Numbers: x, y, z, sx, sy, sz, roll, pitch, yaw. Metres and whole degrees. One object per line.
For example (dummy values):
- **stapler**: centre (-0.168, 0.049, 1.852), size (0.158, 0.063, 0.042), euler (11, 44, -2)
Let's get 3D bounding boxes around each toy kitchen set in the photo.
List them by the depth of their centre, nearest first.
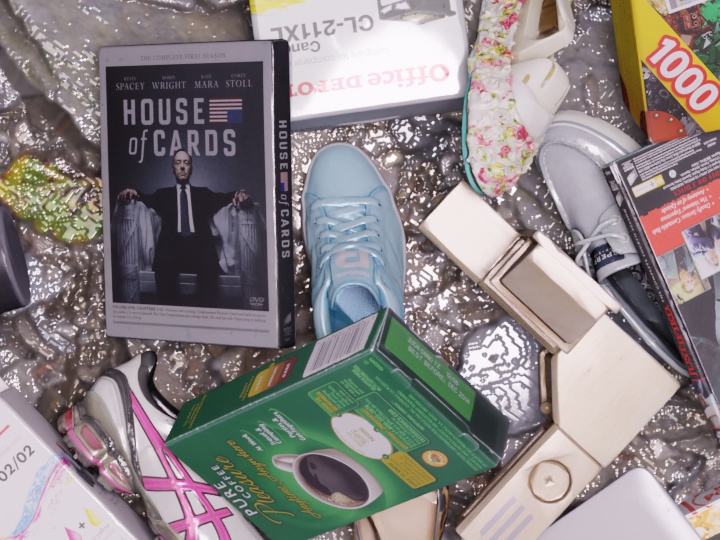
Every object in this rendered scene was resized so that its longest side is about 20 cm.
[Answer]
- **toy kitchen set**: centre (0.084, 0.069, 1.187), size (0.200, 0.163, 0.181), euler (43, 90, -1)

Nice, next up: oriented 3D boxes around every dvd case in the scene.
- **dvd case**: centre (0.254, -0.003, 1.169), size (0.145, 0.022, 0.201), euler (-25, 92, -22)
- **dvd case**: centre (-0.111, -0.052, 1.208), size (0.150, 0.025, 0.201), euler (2, 97, 33)

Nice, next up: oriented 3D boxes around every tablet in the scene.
- **tablet**: centre (0.204, 0.245, 1.231), size (0.130, 0.014, 0.200), euler (-39, 84, 26)

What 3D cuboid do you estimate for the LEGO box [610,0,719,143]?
- **LEGO box**: centre (0.232, -0.197, 1.124), size (0.148, 0.077, 0.201), euler (-12, 117, 0)

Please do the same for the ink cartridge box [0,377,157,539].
- **ink cartridge box**: centre (-0.243, 0.162, 1.230), size (0.115, 0.068, 0.200), euler (-44, 91, 0)

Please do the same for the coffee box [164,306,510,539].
- **coffee box**: centre (-0.018, 0.104, 1.156), size (0.200, 0.044, 0.123), euler (-28, 119, 39)

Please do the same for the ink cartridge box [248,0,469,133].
- **ink cartridge box**: centre (-0.006, -0.202, 1.222), size (0.145, 0.083, 0.201), euler (-8, 91, -1)

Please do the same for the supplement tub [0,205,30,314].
- **supplement tub**: centre (-0.327, 0.013, 1.209), size (0.199, 0.107, 0.108), euler (-14, 91, 0)

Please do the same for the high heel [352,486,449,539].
- **high heel**: centre (0.026, 0.170, 1.197), size (0.071, 0.143, 0.201), euler (6, 91, -1)

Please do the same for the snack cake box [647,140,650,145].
- **snack cake box**: centre (0.299, -0.098, 1.236), size (0.199, 0.067, 0.116), euler (-4, 93, 0)

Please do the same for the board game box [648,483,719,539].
- **board game box**: centre (0.305, 0.235, 1.249), size (0.151, 0.046, 0.201), euler (-25, 91, 0)

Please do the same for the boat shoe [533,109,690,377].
- **boat shoe**: centre (0.179, -0.016, 1.185), size (0.201, 0.071, 0.070), euler (51, 130, -2)

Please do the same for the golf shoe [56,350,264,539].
- **golf shoe**: centre (-0.111, 0.146, 1.230), size (0.092, 0.073, 0.200), euler (-44, 91, -1)

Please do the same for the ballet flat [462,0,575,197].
- **ballet flat**: centre (0.108, -0.139, 1.185), size (0.064, 0.076, 0.201), euler (-13, 50, 29)

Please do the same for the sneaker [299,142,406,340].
- **sneaker**: centre (0.000, 0.000, 1.208), size (0.073, 0.082, 0.201), euler (-8, 73, -5)
